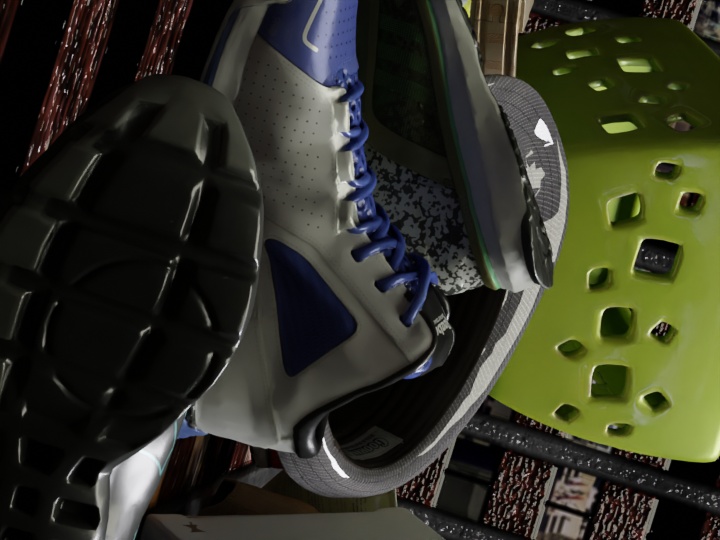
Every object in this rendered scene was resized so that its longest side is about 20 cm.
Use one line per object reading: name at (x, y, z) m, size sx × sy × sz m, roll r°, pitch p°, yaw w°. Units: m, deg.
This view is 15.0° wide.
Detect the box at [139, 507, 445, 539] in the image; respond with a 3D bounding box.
box at (-0.034, 0.220, 1.238) m, size 0.106 × 0.152 × 0.201 m, roll 35°, pitch -65°, yaw 47°

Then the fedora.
fedora at (0.000, 0.000, 1.195) m, size 0.200 × 0.090 × 0.177 m, roll -59°, pitch 147°, yaw -18°

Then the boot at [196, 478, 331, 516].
boot at (-0.062, 0.172, 1.372) m, size 0.074 × 0.075 × 0.200 m, roll -57°, pitch 172°, yaw -42°

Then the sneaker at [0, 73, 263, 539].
sneaker at (-0.083, 0.035, 0.744) m, size 0.079 × 0.075 × 0.201 m, roll -103°, pitch -146°, yaw -71°

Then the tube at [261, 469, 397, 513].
tube at (-0.023, 0.124, 1.397) m, size 0.052 × 0.058 × 0.200 m, roll -40°, pitch 178°, yaw -33°

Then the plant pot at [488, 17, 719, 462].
plant pot at (0.108, -0.025, 1.519) m, size 0.199 × 0.181 × 0.201 m, roll -117°, pitch -146°, yaw -62°

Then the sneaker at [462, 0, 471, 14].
sneaker at (0.012, -0.052, 1.294) m, size 0.201 × 0.076 × 0.075 m, roll -67°, pitch -154°, yaw 5°

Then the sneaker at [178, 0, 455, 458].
sneaker at (-0.012, -0.016, 1.017) m, size 0.081 × 0.115 × 0.200 m, roll -56°, pitch 163°, yaw -77°

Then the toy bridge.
toy bridge at (0.066, -0.125, 1.255) m, size 0.067 × 0.027 × 0.201 m, roll -64°, pitch 159°, yaw -69°

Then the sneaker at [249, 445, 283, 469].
sneaker at (-0.005, 0.009, 1.380) m, size 0.077 × 0.085 × 0.201 m, roll 89°, pitch 19°, yaw -74°

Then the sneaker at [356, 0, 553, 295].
sneaker at (0.005, -0.073, 1.070) m, size 0.077 × 0.088 × 0.201 m, roll 60°, pitch 9°, yaw -74°
